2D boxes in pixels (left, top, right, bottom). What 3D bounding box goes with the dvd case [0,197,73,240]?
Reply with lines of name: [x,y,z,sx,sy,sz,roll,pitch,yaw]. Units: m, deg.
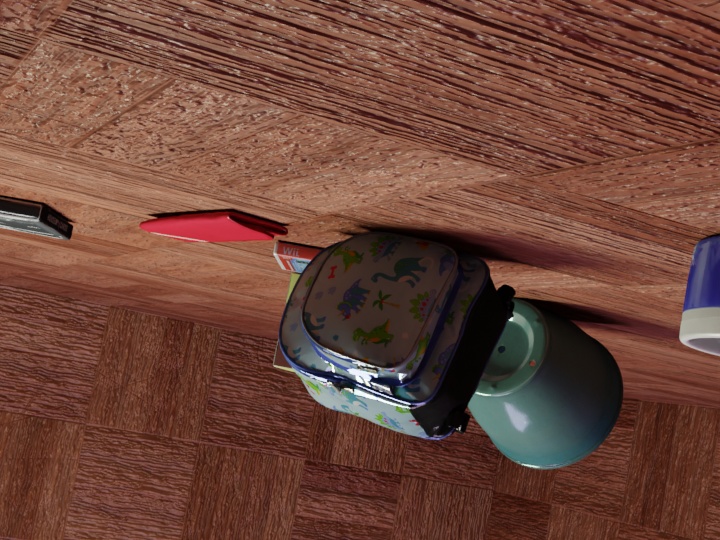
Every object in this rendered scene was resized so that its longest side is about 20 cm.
dvd case: [-0.474,-0.076,1.504,0.200,0.025,0.150,11,173,2]

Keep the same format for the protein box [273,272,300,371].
protein box: [0.001,0.096,1.744,0.198,0.135,0.200,10,174,11]

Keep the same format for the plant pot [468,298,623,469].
plant pot: [0.214,0.132,1.567,0.200,0.200,0.188,5,156,35]

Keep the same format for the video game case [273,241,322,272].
video game case: [0.000,0.000,1.448,0.200,0.017,0.143,10,173,2]

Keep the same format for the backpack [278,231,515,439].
backpack: [0.021,0.050,1.195,0.200,0.183,0.147,10,151,32]

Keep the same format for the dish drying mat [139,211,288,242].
dish drying mat: [-0.163,-0.045,1.313,0.077,0.018,0.200,16,171,-35]

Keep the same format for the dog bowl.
dog bowl: [0.350,0.031,0.924,0.200,0.079,0.200,10,173,1]
